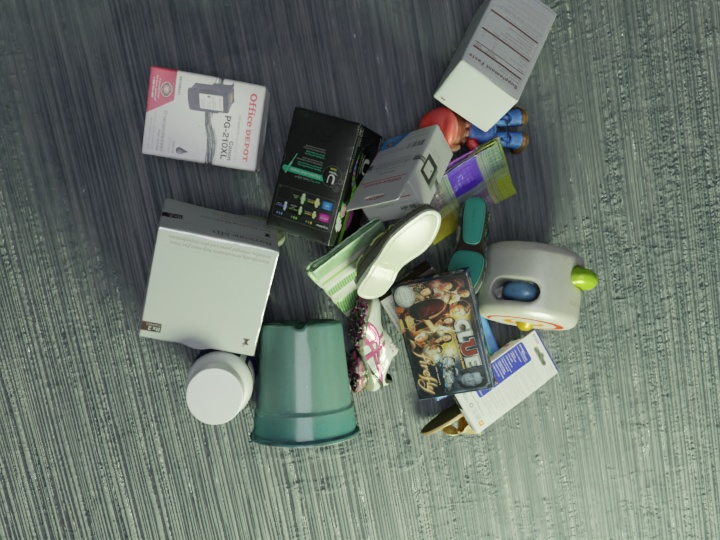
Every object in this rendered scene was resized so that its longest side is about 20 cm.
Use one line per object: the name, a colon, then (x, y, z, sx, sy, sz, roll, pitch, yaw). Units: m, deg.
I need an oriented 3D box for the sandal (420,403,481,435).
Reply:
sandal: (0.220, 0.276, 1.304, 0.210, 0.078, 0.070, -35, 93, -4)

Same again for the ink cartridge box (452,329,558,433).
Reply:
ink cartridge box: (0.264, 0.202, 1.264, 0.198, 0.037, 0.096, -33, 95, -10)

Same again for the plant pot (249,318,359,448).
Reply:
plant pot: (-0.102, 0.191, 1.217, 0.195, 0.200, 0.201, -2, 91, -4)

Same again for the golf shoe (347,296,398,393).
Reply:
golf shoe: (0.025, 0.129, 1.264, 0.090, 0.073, 0.204, -6, 118, -17)

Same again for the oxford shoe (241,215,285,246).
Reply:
oxford shoe: (-0.234, -0.054, 1.235, 0.195, 0.076, 0.058, -6, 142, -12)

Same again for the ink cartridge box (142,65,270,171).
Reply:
ink cartridge box: (-0.263, -0.259, 1.186, 0.195, 0.084, 0.148, 8, 98, -5)

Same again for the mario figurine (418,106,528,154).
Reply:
mario figurine: (0.197, -0.256, 1.241, 0.195, 0.107, 0.125, 0, 55, -13)

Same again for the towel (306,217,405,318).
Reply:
towel: (0.000, 0.000, 1.206, 0.151, 0.200, 0.024, -35, 58, 0)

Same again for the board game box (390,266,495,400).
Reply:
board game box: (0.139, 0.108, 1.148, 0.133, 0.035, 0.204, -12, 100, 19)

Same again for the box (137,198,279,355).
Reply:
box: (-0.252, 0.012, 1.146, 0.195, 0.131, 0.203, 12, 113, -16)

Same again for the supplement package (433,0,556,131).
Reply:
supplement package: (0.226, -0.364, 1.157, 0.116, 0.117, 0.202, 31, 69, -8)

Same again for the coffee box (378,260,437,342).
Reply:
coffee box: (0.127, 0.100, 1.225, 0.112, 0.080, 0.202, -31, 98, 2)

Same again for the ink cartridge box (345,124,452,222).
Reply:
ink cartridge box: (0.067, -0.149, 1.147, 0.114, 0.202, 0.067, -8, 129, 37)

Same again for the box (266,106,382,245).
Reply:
box: (-0.059, -0.155, 1.171, 0.122, 0.148, 0.204, 17, 97, 15)

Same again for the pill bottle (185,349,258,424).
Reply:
pill bottle: (-0.240, 0.187, 1.192, 0.113, 0.200, 0.119, -1, 98, -4)

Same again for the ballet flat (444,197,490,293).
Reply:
ballet flat: (0.192, -0.028, 1.205, 0.073, 0.074, 0.204, 20, 72, -7)

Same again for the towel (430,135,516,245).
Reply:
towel: (0.182, -0.137, 1.233, 0.198, 0.023, 0.145, -31, 133, 1)

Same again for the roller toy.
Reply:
roller toy: (0.297, 0.036, 1.214, 0.179, 0.200, 0.143, 12, 82, -13)

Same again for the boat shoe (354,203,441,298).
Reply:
boat shoe: (0.054, -0.040, 1.109, 0.071, 0.061, 0.202, 18, 128, -31)

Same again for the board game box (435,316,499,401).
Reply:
board game box: (0.168, 0.120, 1.293, 0.150, 0.045, 0.203, -24, 99, 0)
